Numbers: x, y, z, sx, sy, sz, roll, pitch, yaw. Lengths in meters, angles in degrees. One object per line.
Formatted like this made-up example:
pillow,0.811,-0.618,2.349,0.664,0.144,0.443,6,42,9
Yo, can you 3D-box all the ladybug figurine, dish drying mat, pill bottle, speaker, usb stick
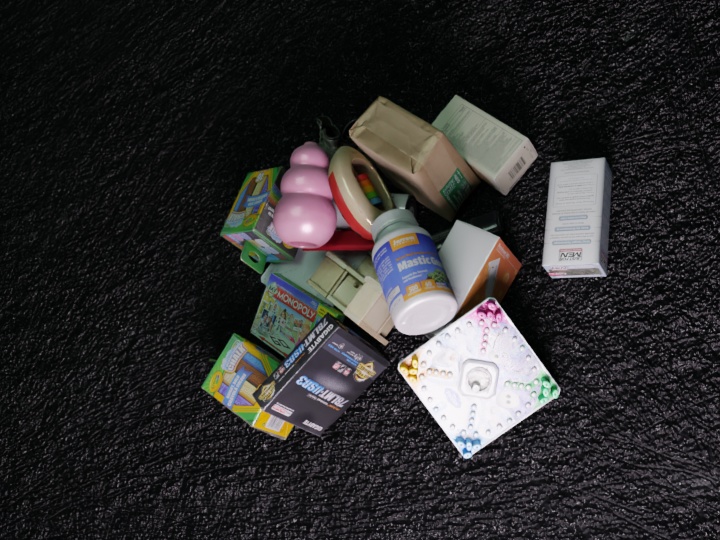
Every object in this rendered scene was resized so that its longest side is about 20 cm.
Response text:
ladybug figurine,0.000,-0.135,1.530,0.072,0.135,0.202,-35,73,31
dish drying mat,-0.016,-0.057,1.591,0.198,0.018,0.077,1,27,34
pill bottle,0.082,-0.003,1.382,0.111,0.112,0.202,-29,55,15
speaker,0.008,-0.117,1.632,0.197,0.081,0.082,5,71,22
usb stick,0.176,-0.060,1.551,0.198,0.033,0.056,-21,39,21

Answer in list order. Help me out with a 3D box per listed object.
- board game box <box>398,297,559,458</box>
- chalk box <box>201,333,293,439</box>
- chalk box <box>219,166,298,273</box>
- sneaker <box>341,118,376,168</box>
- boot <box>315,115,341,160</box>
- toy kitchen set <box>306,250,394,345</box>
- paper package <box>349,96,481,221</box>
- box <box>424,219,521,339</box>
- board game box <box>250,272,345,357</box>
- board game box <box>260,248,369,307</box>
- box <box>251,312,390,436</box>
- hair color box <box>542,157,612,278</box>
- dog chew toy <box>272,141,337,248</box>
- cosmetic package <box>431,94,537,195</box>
board game box,0.195,0.181,1.354,0.199,0.026,0.201,-36,96,10
chalk box,-0.209,0.214,1.590,0.199,0.125,0.125,29,84,35
chalk box,-0.196,-0.094,1.704,0.123,0.125,0.202,-2,58,47
sneaker,-0.005,-0.221,1.694,0.070,0.099,0.203,-6,68,25
boot,-0.071,-0.264,1.707,0.067,0.132,0.200,-15,31,-15
toy kitchen set,0.000,0.000,1.524,0.199,0.180,0.164,36,87,24
paper package,0.106,-0.211,1.561,0.104,0.200,0.190,-51,53,-1
box,0.182,0.035,1.452,0.097,0.124,0.202,26,83,37
board game box,-0.129,0.107,1.637,0.199,0.029,0.136,29,103,36
board game box,-0.087,-0.012,1.692,0.199,0.026,0.201,34,88,36
box,-0.067,0.194,1.479,0.199,0.200,0.050,-47,52,2
hair color box,0.381,-0.091,1.434,0.098,0.061,0.203,-2,67,30
dog chew toy,-0.103,-0.148,1.577,0.123,0.124,0.203,-2,79,29
cosmetic package,0.231,-0.244,1.583,0.105,0.071,0.200,-49,54,3
